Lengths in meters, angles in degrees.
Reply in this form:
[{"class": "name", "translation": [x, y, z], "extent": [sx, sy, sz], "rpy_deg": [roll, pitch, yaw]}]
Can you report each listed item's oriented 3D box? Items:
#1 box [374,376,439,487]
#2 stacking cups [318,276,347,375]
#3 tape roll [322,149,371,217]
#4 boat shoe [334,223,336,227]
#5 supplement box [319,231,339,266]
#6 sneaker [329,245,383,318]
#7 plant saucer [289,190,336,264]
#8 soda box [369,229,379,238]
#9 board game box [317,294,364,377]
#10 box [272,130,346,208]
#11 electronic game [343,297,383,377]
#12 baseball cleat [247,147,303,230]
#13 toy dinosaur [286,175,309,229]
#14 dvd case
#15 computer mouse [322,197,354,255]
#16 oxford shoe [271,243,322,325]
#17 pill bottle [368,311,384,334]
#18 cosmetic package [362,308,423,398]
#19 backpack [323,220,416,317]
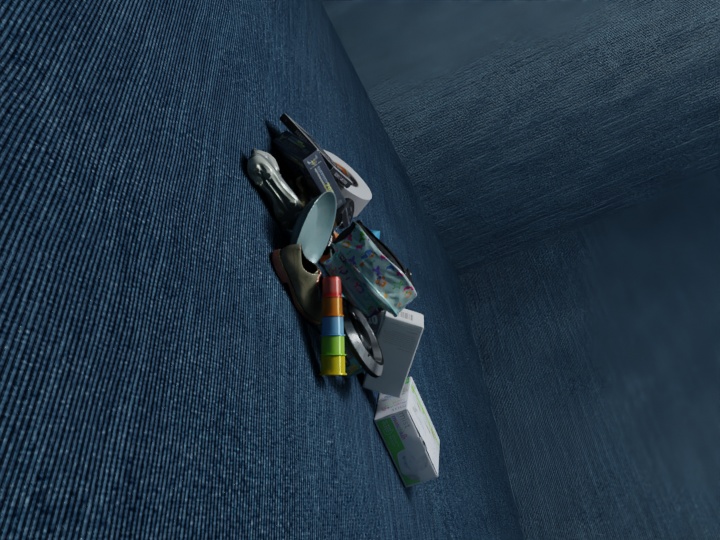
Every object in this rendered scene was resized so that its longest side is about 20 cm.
[{"class": "box", "translation": [0.123, 0.404, 1.848], "extent": [0.177, 0.095, 0.202], "rpy_deg": [-69, 136, -70]}, {"class": "stacking cups", "translation": [-0.058, 0.116, 1.526], "extent": [0.060, 0.059, 0.204], "rpy_deg": [26, 61, -70]}, {"class": "tape roll", "translation": [-0.063, -0.237, 1.981], "extent": [0.199, 0.066, 0.201], "rpy_deg": [37, 21, -17]}, {"class": "boat shoe", "translation": [-0.101, -0.137, 1.867], "extent": [0.062, 0.074, 0.200], "rpy_deg": [40, 4, 7]}, {"class": "supplement box", "translation": [-0.051, -0.037, 1.896], "extent": [0.070, 0.066, 0.200], "rpy_deg": [70, 13, 19]}, {"class": "sneaker", "translation": [-0.004, 0.015, 1.752], "extent": [0.076, 0.086, 0.202], "rpy_deg": [-70, 137, -70]}, {"class": "plant saucer", "translation": [-0.113, -0.085, 1.617], "extent": [0.202, 0.038, 0.202], "rpy_deg": [90, 26, -53]}, {"class": "soda box", "translation": [0.000, 0.000, 1.839], "extent": [0.068, 0.063, 0.204], "rpy_deg": [-24, 122, -66]}, {"class": "board game box", "translation": [-0.041, 0.128, 1.722], "extent": [0.201, 0.046, 0.152], "rpy_deg": [-86, 151, -60]}, {"class": "box", "translation": [-0.125, -0.241, 1.770], "extent": [0.200, 0.051, 0.159], "rpy_deg": [38, -17, 55]}, {"class": "electronic game", "translation": [-0.005, 0.147, 1.642], "extent": [0.201, 0.041, 0.200], "rpy_deg": [58, 11, -17]}, {"class": "baseball cleat", "translation": [-0.178, -0.183, 1.607], "extent": [0.107, 0.069, 0.201], "rpy_deg": [-94, 159, -51]}, {"class": "toy dinosaur", "translation": [-0.145, -0.165, 1.735], "extent": [0.200, 0.057, 0.102], "rpy_deg": [-64, 132, -72]}, {"class": "dvd case", "translation": [-0.110, -0.298, 1.839], "extent": [0.200, 0.025, 0.150], "rpy_deg": [48, 7, 18]}, {"class": "computer mouse", "translation": [-0.063, -0.109, 1.794], "extent": [0.201, 0.034, 0.059], "rpy_deg": [-60, 151, -44]}, {"class": "oxford shoe", "translation": [-0.110, 0.032, 1.536], "extent": [0.071, 0.074, 0.201], "rpy_deg": [-93, 157, -54]}, {"class": "pill bottle", "translation": [0.056, 0.084, 1.937], "extent": [0.113, 0.111, 0.203], "rpy_deg": [-66, 149, -71]}, {"class": "cosmetic package", "translation": [0.078, 0.194, 1.767], "extent": [0.074, 0.100, 0.203], "rpy_deg": [-76, -176, -68]}, {"class": "backpack", "translation": [0.025, 0.012, 1.604], "extent": [0.199, 0.151, 0.178], "rpy_deg": [40, -7, 26]}]
